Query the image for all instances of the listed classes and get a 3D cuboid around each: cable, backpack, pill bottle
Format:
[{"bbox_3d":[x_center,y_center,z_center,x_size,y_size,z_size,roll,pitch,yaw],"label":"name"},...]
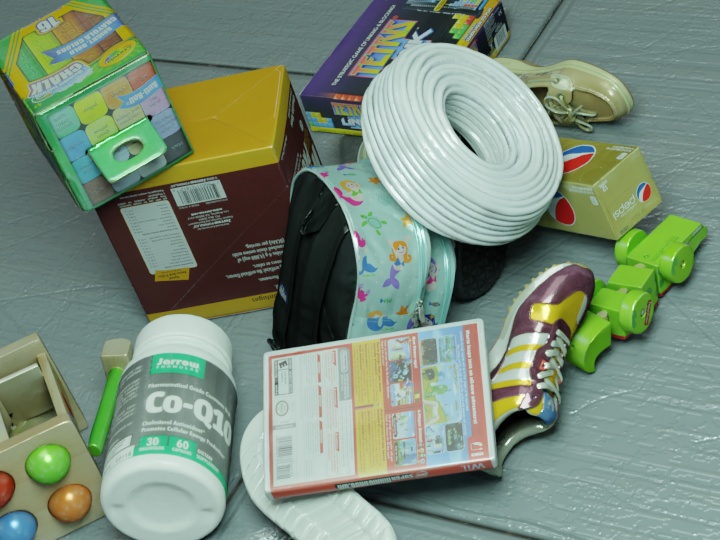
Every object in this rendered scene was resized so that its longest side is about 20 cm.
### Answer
[{"bbox_3d":[0.095,-0.115,1.646,0.069,0.200,0.200,-43,32,39],"label":"cable"},{"bbox_3d":[0.000,0.000,1.677,0.150,0.200,0.178,-11,34,-21],"label":"backpack"},{"bbox_3d":[-0.171,0.141,1.652,0.113,0.113,0.200,-11,40,11],"label":"pill bottle"}]

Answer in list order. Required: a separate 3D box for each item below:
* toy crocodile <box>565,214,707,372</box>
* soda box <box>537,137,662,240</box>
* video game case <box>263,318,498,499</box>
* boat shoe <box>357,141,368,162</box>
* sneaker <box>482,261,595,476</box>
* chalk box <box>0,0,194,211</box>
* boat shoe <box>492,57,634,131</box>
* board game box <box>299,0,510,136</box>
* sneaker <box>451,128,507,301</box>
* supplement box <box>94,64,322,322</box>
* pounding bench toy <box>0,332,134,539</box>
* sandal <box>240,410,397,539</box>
[{"bbox_3d":[0.254,0.016,1.664,0.067,0.062,0.200,15,46,36],"label":"toy crocodile"},{"bbox_3d":[0.194,-0.085,1.755,0.068,0.064,0.200,-39,26,-22],"label":"soda box"},{"bbox_3d":[0.014,0.119,1.558,0.200,0.017,0.143,-9,54,10],"label":"video game case"},{"bbox_3d":[0.040,-0.093,1.871,0.072,0.062,0.200,-22,39,-2],"label":"boat shoe"},{"bbox_3d":[0.154,0.088,1.578,0.200,0.075,0.090,-54,45,5],"label":"sneaker"},{"bbox_3d":[-0.247,-0.151,1.696,0.124,0.124,0.200,-30,40,-11],"label":"chalk box"},{"bbox_3d":[0.198,-0.178,1.903,0.200,0.073,0.063,10,53,46],"label":"boat shoe"},{"bbox_3d":[0.052,-0.231,2.032,0.165,0.057,0.200,9,48,30],"label":"board game box"},{"bbox_3d":[0.091,-0.067,1.771,0.083,0.072,0.201,-9,77,46],"label":"sneaker"},{"bbox_3d":[-0.143,-0.071,1.815,0.197,0.200,0.133,-10,41,12],"label":"supplement box"},{"bbox_3d":[-0.283,0.154,1.676,0.200,0.124,0.156,-26,39,-7],"label":"pounding bench toy"},{"bbox_3d":[-0.038,0.202,1.572,0.082,0.050,0.203,-40,54,-1],"label":"sandal"}]
